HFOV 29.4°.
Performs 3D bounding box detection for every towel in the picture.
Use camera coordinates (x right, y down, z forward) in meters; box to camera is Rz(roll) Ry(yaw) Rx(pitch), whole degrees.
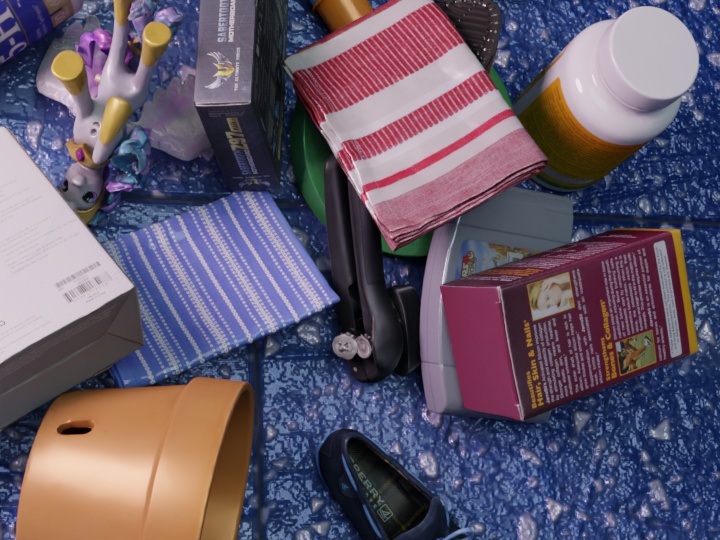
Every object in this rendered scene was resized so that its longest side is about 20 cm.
[{"bbox_3d":[0.040,-0.128,1.105,0.143,0.023,0.201,-28,66,-7],"label":"towel"},{"bbox_3d":[-0.136,0.009,1.124,0.199,0.024,0.145,-23,58,-20],"label":"towel"}]

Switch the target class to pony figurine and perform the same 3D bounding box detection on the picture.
[{"bbox_3d":[-0.197,-0.140,1.107,0.165,0.201,0.194,24,54,-1],"label":"pony figurine"}]

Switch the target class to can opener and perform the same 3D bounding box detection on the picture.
[{"bbox_3d":[0.000,0.000,1.149,0.078,0.063,0.202,-32,113,-50],"label":"can opener"}]

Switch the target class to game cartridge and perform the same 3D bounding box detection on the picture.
[{"bbox_3d":[0.115,0.027,1.180,0.132,0.041,0.202,8,87,-34],"label":"game cartridge"}]

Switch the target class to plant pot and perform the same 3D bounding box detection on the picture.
[{"bbox_3d":[-0.167,0.171,1.020,0.139,0.200,0.202,10,72,3],"label":"plant pot"}]

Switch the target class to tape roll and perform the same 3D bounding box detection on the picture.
[{"bbox_3d":[0.039,-0.113,1.202,0.198,0.048,0.203,0,90,-17],"label":"tape roll"}]

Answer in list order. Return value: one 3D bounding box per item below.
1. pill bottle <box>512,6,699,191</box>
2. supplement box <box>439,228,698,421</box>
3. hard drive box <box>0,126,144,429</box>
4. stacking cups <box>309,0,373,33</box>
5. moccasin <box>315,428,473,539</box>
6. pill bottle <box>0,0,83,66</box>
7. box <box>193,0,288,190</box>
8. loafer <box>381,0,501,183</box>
[{"bbox_3d":[0.213,-0.151,1.206,0.110,0.200,0.112,4,74,-15],"label":"pill bottle"},{"bbox_3d":[0.176,0.040,1.146,0.199,0.085,0.112,-16,100,-29],"label":"supplement box"},{"bbox_3d":[-0.279,0.006,1.021,0.155,0.077,0.200,-29,59,-23],"label":"hard drive box"},{"bbox_3d":[-0.030,-0.270,1.246,0.060,0.060,0.201,-35,90,-22],"label":"stacking cups"},{"bbox_3d":[0.038,0.214,1.123,0.200,0.068,0.081,43,68,-2],"label":"moccasin"},{"bbox_3d":[-0.335,-0.206,1.099,0.200,0.120,0.120,-39,88,-13],"label":"pill bottle"},{"bbox_3d":[-0.096,-0.189,1.139,0.050,0.158,0.202,-1,70,6],"label":"box"},{"bbox_3d":[0.064,-0.142,1.160,0.072,0.071,0.201,19,71,16],"label":"loafer"}]
